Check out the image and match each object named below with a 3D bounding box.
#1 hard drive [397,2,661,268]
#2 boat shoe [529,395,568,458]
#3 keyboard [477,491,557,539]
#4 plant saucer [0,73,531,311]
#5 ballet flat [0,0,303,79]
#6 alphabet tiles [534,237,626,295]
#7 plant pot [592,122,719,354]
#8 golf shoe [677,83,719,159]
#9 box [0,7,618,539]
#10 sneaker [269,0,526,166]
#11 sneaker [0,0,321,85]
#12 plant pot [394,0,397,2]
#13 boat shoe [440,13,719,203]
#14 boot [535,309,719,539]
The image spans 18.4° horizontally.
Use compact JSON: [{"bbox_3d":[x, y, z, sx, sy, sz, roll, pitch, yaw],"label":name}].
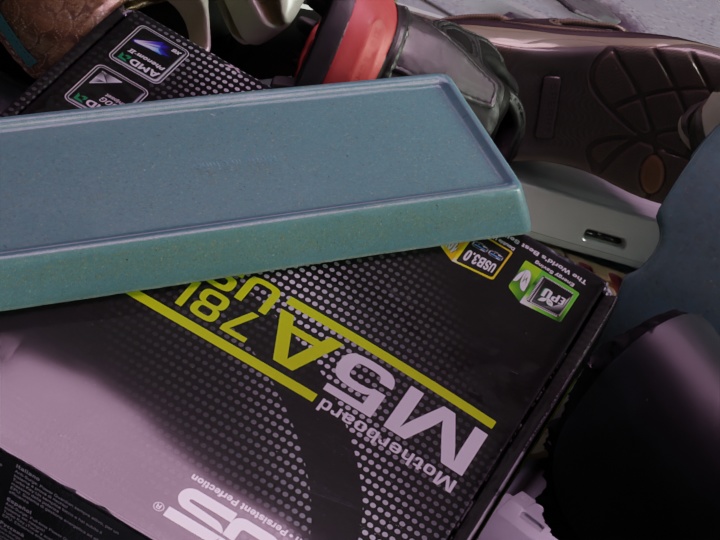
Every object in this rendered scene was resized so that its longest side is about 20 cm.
[{"bbox_3d":[0.082,-0.065,1.065,0.132,0.027,0.200,14,25,-25],"label":"hard drive"},{"bbox_3d":[0.000,0.000,0.803,0.200,0.066,0.074,20,34,-13],"label":"boat shoe"},{"bbox_3d":[0.113,0.138,0.722,0.200,0.011,0.056,36,31,20],"label":"keyboard"},{"bbox_3d":[-0.041,-0.029,0.693,0.200,0.019,0.070,-9,51,-29],"label":"plant saucer"},{"bbox_3d":[-0.064,-0.115,0.875,0.200,0.070,0.065,-20,89,-37],"label":"ballet flat"},{"bbox_3d":[0.035,-0.003,0.926,0.200,0.008,0.167,19,25,-16],"label":"alphabet tiles"},{"bbox_3d":[0.196,0.044,0.786,0.196,0.201,0.200,27,23,20],"label":"plant pot"},{"bbox_3d":[0.230,-0.053,0.899,0.200,0.088,0.077,-3,62,-19],"label":"golf shoe"},{"bbox_3d":[-0.043,0.022,0.685,0.200,0.048,0.193,31,41,8],"label":"box"},{"bbox_3d":[0.010,-0.060,0.862,0.098,0.071,0.200,23,-5,-5],"label":"sneaker"},{"bbox_3d":[-0.096,-0.099,0.927,0.200,0.076,0.091,3,42,-29],"label":"sneaker"},{"bbox_3d":[-0.048,-0.207,1.034,0.199,0.200,0.177,11,42,-19],"label":"plant pot"},{"bbox_3d":[0.105,-0.081,0.968,0.200,0.075,0.073,11,27,-3],"label":"boat shoe"},{"bbox_3d":[0.119,0.079,0.620,0.076,0.200,0.168,-30,66,-14],"label":"boot"}]
